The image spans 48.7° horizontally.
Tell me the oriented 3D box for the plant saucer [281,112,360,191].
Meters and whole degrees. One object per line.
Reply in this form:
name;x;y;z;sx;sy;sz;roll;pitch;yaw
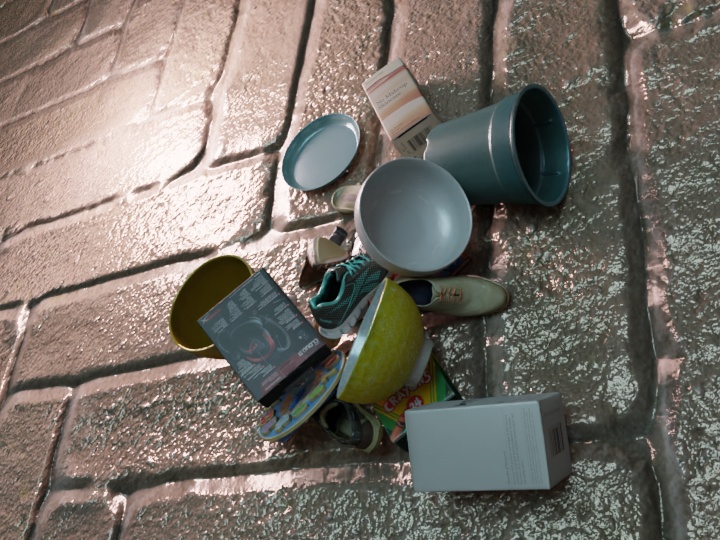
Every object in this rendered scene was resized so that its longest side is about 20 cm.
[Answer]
plant saucer;-0.082;-0.250;1.708;0.199;0.027;0.201;-18;52;24

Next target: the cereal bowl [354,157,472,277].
cereal bowl;0.080;-0.080;1.311;0.083;0.199;0.201;133;157;-65

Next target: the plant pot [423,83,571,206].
plant pot;0.228;-0.196;1.359;0.195;0.200;0.202;-7;57;41

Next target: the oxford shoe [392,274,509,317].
oxford shoe;0.142;0.044;1.296;0.198;0.074;0.071;1;94;13

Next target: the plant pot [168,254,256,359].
plant pot;-0.244;0.091;1.517;0.199;0.142;0.201;-17;53;24

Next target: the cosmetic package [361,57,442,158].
cosmetic package;0.089;-0.322;1.596;0.103;0.087;0.201;-35;47;12

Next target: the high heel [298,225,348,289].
high heel;-0.084;0.004;1.452;0.143;0.071;0.200;-55;1;19

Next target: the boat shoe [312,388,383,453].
boat shoe;-0.038;0.236;1.309;0.199;0.065;0.074;16;84;55

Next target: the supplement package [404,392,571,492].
supplement package;0.179;0.241;1.119;0.199;0.117;0.118;-10;84;28

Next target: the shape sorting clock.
shape sorting clock;-0.101;0.209;1.359;0.200;0.039;0.200;-44;15;15

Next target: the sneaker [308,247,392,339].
sneaker;-0.014;0.014;1.314;0.077;0.091;0.201;19;68;37

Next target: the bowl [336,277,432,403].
bowl;0.048;0.124;1.230;0.107;0.200;0.201;23;70;-2

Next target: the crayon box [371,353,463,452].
crayon box;0.069;0.178;1.306;0.127;0.051;0.200;-40;46;7

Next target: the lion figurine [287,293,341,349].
lion figurine;-0.096;0.110;1.427;0.199;0.072;0.124;6;105;42

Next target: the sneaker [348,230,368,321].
sneaker;0.000;0.000;1.462;0.201;0.073;0.112;-60;20;14

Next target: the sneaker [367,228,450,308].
sneaker;0.086;0.005;1.368;0.087;0.074;0.201;32;87;41

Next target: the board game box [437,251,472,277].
board game box;0.108;-0.042;1.445;0.103;0.019;0.200;-45;46;5

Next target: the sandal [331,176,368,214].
sandal;0.015;-0.149;1.549;0.200;0.057;0.080;-3;54;37

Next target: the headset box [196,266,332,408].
headset box;-0.155;0.121;1.341;0.148;0.075;0.200;-40;71;-6
